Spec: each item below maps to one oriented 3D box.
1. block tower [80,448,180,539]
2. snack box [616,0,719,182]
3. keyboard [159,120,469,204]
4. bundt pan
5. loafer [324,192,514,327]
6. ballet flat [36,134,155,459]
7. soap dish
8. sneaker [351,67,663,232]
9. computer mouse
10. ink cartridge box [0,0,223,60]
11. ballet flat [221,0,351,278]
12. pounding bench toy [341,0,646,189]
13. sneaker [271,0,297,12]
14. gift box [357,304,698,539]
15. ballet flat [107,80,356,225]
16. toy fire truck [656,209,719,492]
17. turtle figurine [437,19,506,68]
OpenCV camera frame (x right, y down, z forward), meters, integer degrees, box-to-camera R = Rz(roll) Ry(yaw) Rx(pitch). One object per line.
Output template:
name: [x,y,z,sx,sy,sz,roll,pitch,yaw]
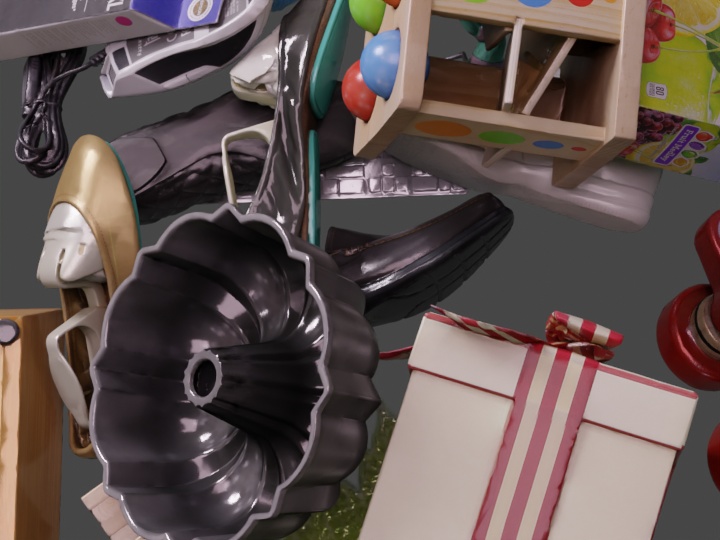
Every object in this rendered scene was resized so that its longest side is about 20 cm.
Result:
block tower: [-0.085,0.204,1.424,0.058,0.054,0.200,-36,76,-6]
snack box: [0.249,-0.134,1.447,0.200,0.068,0.169,12,62,-16]
keyboard: [-0.031,-0.072,1.522,0.200,0.011,0.056,-2,74,3]
bundt pan: [-0.064,0.066,1.368,0.202,0.076,0.202,-12,73,43]
loafer: [0.000,0.000,1.470,0.200,0.073,0.072,-30,70,-6]
ballet flat: [-0.163,0.020,1.439,0.063,0.069,0.200,-16,99,-39]
soap dish: [-0.263,0.117,1.446,0.157,0.081,0.200,-1,75,3]
sneaker: [0.094,-0.094,1.483,0.200,0.075,0.089,19,81,-6]
computer mouse: [-0.129,-0.135,1.489,0.200,0.044,0.110,-21,46,24]
ink cartridge box: [-0.165,-0.189,1.497,0.200,0.037,0.095,-4,62,33]
ballet flat: [-0.049,-0.094,1.449,0.068,0.068,0.200,6,72,6]
pounding bench toy: [0.076,-0.167,1.394,0.156,0.124,0.200,8,77,-11]
sneaker: [-0.067,-0.260,1.551,0.081,0.077,0.200,-3,68,12]
gift box: [0.082,0.120,1.372,0.200,0.185,0.187,19,78,2]
ballet flat: [-0.082,-0.077,1.505,0.200,0.057,0.067,-15,74,-6]
toy fire truck: [0.287,0.049,1.430,0.168,0.112,0.200,-11,70,-27]
turtle figurine: [0.076,-0.186,1.507,0.200,0.101,0.150,-11,78,-8]
